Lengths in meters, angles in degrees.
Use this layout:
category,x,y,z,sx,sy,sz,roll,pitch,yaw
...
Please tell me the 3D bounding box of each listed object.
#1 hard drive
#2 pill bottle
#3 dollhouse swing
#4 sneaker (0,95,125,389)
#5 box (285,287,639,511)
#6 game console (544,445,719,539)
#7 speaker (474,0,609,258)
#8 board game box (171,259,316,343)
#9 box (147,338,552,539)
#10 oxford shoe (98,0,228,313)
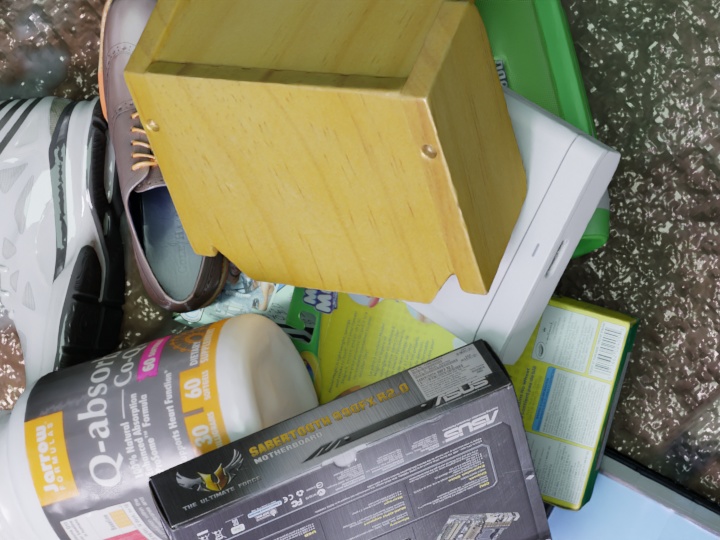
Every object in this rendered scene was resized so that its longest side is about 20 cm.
category,x,y,z,sx,sy,sz,roll,pitch,yaw
hard drive,0.036,-0.053,1.316,0.200,0.027,0.132,33,104,31
pill bottle,-0.130,0.104,1.340,0.200,0.116,0.116,-18,90,18
dollhouse swing,0.006,-0.111,1.304,0.200,0.176,0.182,6,131,34
sneaker,-0.209,-0.009,1.439,0.115,0.076,0.201,4,86,18
box,0.051,0.056,1.366,0.200,0.048,0.117,16,96,12
game console,0.140,0.203,1.355,0.200,0.119,0.172,28,97,7
speaker,0.085,-0.104,1.353,0.088,0.088,0.200,-15,79,10
board game box,0.000,0.000,1.415,0.200,0.029,0.135,19,97,9
box,0.001,0.144,1.278,0.200,0.048,0.158,-23,128,-7
oxford shoe,-0.113,-0.074,1.376,0.071,0.073,0.200,-12,92,0
